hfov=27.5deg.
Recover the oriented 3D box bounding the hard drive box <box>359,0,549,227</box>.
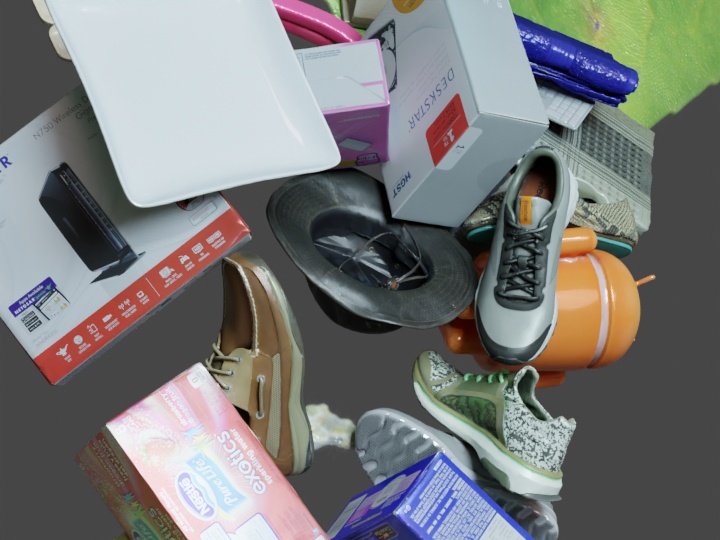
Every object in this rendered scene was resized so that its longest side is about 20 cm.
[{"bbox_3d":[0.077,-0.167,1.336,0.077,0.156,0.200,7,52,-30],"label":"hard drive box"}]

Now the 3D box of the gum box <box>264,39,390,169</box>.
[{"bbox_3d":[-0.077,-0.133,1.284,0.199,0.114,0.066,-8,69,-3],"label":"gum box"}]

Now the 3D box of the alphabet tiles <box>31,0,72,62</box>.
[{"bbox_3d":[-0.208,-0.261,1.359,0.195,0.015,0.200,-21,71,-25],"label":"alphabet tiles"}]

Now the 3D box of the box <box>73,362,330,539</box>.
[{"bbox_3d":[-0.120,0.190,1.158,0.103,0.095,0.200,-34,85,-36],"label":"box"}]

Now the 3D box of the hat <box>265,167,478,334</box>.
[{"bbox_3d":[0.000,0.000,1.316,0.200,0.081,0.201,16,40,-14],"label":"hat"}]

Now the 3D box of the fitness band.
[{"bbox_3d":[-0.067,-0.191,1.407,0.199,0.037,0.144,18,60,-19],"label":"fitness band"}]

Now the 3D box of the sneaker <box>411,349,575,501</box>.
[{"bbox_3d":[0.124,0.115,1.285,0.077,0.089,0.200,17,18,-44],"label":"sneaker"}]

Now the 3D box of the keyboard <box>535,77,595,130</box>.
[{"bbox_3d":[0.137,-0.196,1.484,0.200,0.011,0.056,26,39,14],"label":"keyboard"}]

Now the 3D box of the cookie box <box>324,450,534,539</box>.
[{"bbox_3d":[0.080,0.256,1.191,0.200,0.171,0.075,44,57,-4],"label":"cookie box"}]

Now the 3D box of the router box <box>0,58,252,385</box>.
[{"bbox_3d":[-0.219,-0.037,1.185,0.200,0.049,0.180,-38,88,-4],"label":"router box"}]

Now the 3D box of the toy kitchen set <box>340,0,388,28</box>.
[{"bbox_3d":[0.030,-0.354,1.449,0.199,0.180,0.164,5,66,-22],"label":"toy kitchen set"}]

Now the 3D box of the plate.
[{"bbox_3d":[-0.136,-0.149,1.175,0.199,0.032,0.200,-15,74,-36],"label":"plate"}]

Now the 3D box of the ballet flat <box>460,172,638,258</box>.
[{"bbox_3d":[0.176,-0.057,1.394,0.199,0.068,0.076,6,70,-29],"label":"ballet flat"}]

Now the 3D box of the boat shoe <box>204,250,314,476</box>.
[{"bbox_3d":[-0.089,0.087,1.195,0.074,0.076,0.201,-19,111,-25],"label":"boat shoe"}]

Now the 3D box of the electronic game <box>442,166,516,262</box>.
[{"bbox_3d":[0.110,-0.087,1.449,0.200,0.042,0.200,19,52,-26],"label":"electronic game"}]

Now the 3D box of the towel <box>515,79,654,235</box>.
[{"bbox_3d":[0.218,-0.133,1.516,0.200,0.035,0.193,31,37,-11],"label":"towel"}]

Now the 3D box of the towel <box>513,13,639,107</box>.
[{"bbox_3d":[0.172,-0.223,1.488,0.199,0.050,0.148,21,14,-10],"label":"towel"}]

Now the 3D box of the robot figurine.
[{"bbox_3d":[0.172,0.038,1.368,0.199,0.117,0.144,-1,83,-14],"label":"robot figurine"}]

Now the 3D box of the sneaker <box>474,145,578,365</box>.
[{"bbox_3d":[0.140,-0.016,1.270,0.074,0.079,0.201,8,72,14],"label":"sneaker"}]

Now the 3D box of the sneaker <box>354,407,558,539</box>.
[{"bbox_3d":[0.082,0.183,1.303,0.200,0.075,0.082,33,21,-5],"label":"sneaker"}]
